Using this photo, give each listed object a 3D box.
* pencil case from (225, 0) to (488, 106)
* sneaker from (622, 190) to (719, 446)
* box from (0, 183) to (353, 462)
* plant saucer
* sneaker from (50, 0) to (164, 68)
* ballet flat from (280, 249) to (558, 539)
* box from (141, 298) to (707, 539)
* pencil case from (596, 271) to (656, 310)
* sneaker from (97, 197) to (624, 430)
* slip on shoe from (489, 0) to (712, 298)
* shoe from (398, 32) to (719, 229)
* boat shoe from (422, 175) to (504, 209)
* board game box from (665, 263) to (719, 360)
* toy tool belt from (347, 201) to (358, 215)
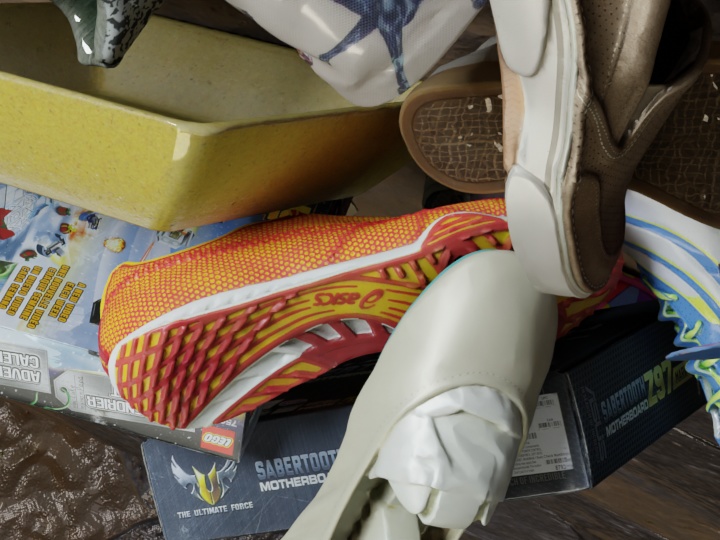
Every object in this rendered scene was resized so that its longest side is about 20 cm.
[{"bbox_3d":[-0.047,-0.123,0.592,0.200,0.078,0.089,30,-173,-26],"label":"pencil case"},{"bbox_3d":[0.154,0.027,0.776,0.199,0.105,0.076,26,167,-12],"label":"sneaker"},{"bbox_3d":[-0.085,-0.013,0.841,0.136,0.200,0.040,15,128,7],"label":"box"},{"bbox_3d":[-0.088,-0.061,0.773,0.199,0.049,0.200,17,-165,28],"label":"plant saucer"},{"bbox_3d":[-0.133,-0.136,0.668,0.200,0.089,0.077,31,165,-28],"label":"sneaker"},{"bbox_3d":[0.019,0.085,0.720,0.069,0.200,0.070,21,-150,-13],"label":"ballet flat"},{"bbox_3d":[0.032,0.061,0.840,0.199,0.051,0.158,-11,-176,30],"label":"box"},{"bbox_3d":[0.094,0.049,1.029,0.088,0.089,0.200,27,168,-13],"label":"pencil case"},{"bbox_3d":[0.000,0.000,0.740,0.199,0.073,0.077,-8,-144,-11],"label":"sneaker"},{"bbox_3d":[0.074,-0.062,0.590,0.060,0.076,0.200,0,139,11],"label":"slip on shoe"},{"bbox_3d":[0.103,-0.056,0.677,0.199,0.053,0.070,8,128,39],"label":"shoe"},{"bbox_3d":[0.056,-0.009,0.895,0.072,0.065,0.200,23,168,-2],"label":"boat shoe"},{"bbox_3d":[0.198,-0.001,0.654,0.199,0.039,0.158,-6,174,-8],"label":"board game box"},{"bbox_3d":[-0.111,-0.044,1.001,0.200,0.125,0.123,26,131,-27],"label":"toy tool belt"}]
